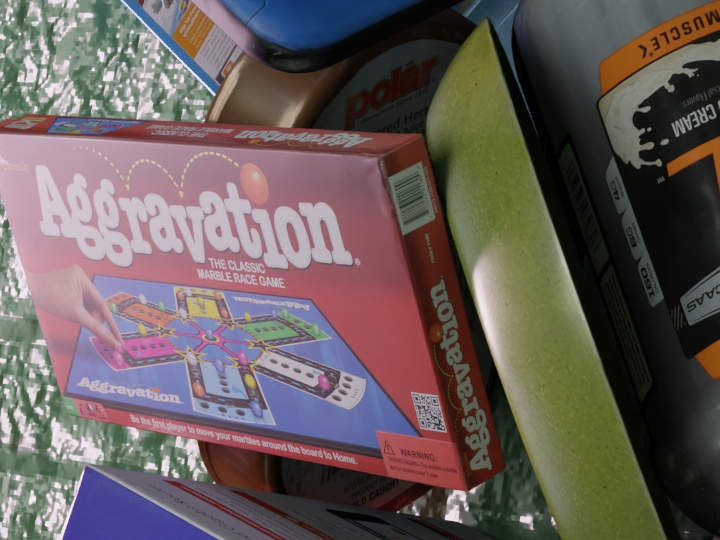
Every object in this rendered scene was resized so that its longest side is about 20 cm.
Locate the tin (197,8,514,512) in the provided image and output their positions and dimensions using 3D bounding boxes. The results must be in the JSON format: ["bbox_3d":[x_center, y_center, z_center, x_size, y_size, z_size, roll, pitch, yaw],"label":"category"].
[{"bbox_3d":[0.000,0.000,0.936,0.042,0.112,0.201,30,134,36],"label":"tin"}]

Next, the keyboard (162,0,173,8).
[{"bbox_3d":[-0.093,-0.177,1.089,0.011,0.056,0.200,-22,42,5],"label":"keyboard"}]

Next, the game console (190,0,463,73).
[{"bbox_3d":[-0.014,-0.115,0.922,0.171,0.200,0.119,44,142,24],"label":"game console"}]

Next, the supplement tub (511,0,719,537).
[{"bbox_3d":[0.127,-0.007,0.846,0.122,0.122,0.201,-35,61,32],"label":"supplement tub"}]

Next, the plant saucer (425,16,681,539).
[{"bbox_3d":[0.059,0.024,0.858,0.031,0.200,0.201,-20,65,6],"label":"plant saucer"}]

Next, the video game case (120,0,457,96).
[{"bbox_3d":[-0.028,-0.136,1.073,0.200,0.018,0.143,46,111,43],"label":"video game case"}]

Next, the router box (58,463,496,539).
[{"bbox_3d":[0.033,0.123,0.867,0.200,0.179,0.049,24,97,43],"label":"router box"}]

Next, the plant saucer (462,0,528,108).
[{"bbox_3d":[0.021,-0.026,1.018,0.200,0.019,0.070,-48,54,26],"label":"plant saucer"}]

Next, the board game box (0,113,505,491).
[{"bbox_3d":[-0.041,0.005,0.878,0.200,0.019,0.103,6,116,50],"label":"board game box"}]
